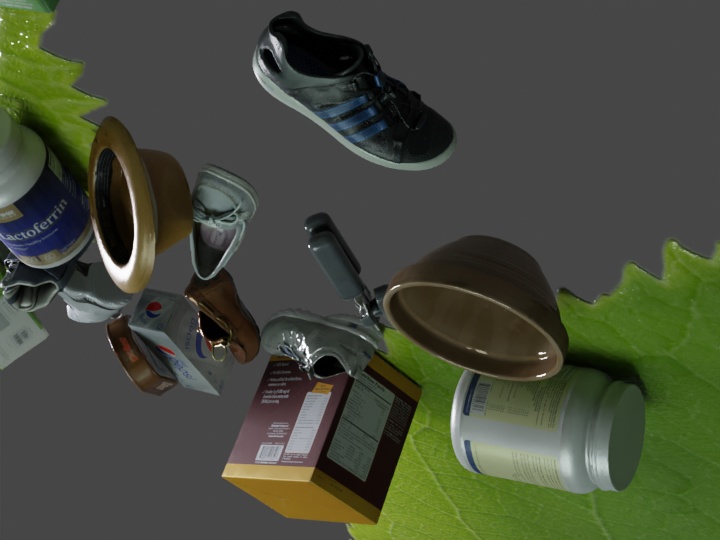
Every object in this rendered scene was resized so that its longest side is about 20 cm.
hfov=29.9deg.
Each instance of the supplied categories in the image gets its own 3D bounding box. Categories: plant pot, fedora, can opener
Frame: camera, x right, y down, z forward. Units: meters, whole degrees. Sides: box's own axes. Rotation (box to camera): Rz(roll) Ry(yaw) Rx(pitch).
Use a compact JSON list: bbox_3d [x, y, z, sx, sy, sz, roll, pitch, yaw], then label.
[{"bbox_3d":[0.130,0.029,1.414,0.198,0.094,0.202,19,155,9],"label":"plant pot"},{"bbox_3d":[-0.237,-0.074,1.479,0.081,0.204,0.200,-8,170,-27],"label":"fedora"},{"bbox_3d":[0.000,0.000,1.543,0.066,0.054,0.201,-19,143,10],"label":"can opener"}]

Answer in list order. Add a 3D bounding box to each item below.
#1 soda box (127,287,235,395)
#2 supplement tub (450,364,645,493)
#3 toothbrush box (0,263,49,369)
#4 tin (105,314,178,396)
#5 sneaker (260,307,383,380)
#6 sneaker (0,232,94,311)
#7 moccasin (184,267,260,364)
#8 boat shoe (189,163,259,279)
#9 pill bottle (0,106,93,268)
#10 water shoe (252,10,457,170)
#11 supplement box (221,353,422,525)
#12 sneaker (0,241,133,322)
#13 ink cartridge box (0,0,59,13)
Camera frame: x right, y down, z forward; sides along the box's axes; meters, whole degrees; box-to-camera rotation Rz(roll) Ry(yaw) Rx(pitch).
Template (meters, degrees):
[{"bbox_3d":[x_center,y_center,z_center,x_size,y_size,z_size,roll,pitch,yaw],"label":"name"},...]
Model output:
[{"bbox_3d":[-0.254,0.105,1.948,0.067,0.064,0.201,10,153,26],"label":"soda box"},{"bbox_3d":[0.221,0.181,1.587,0.198,0.147,0.145,7,152,31],"label":"supplement tub"},{"bbox_3d":[-0.531,0.014,1.861,0.200,0.086,0.146,49,168,28],"label":"toothbrush box"},{"bbox_3d":[-0.316,0.123,1.968,0.113,0.042,0.200,57,180,9],"label":"tin"},{"bbox_3d":[-0.064,0.100,1.746,0.198,0.083,0.075,-3,146,45],"label":"sneaker"},{"bbox_3d":[-0.448,-0.031,1.735,0.200,0.148,0.077,13,157,23],"label":"sneaker"},{"bbox_3d":[-0.183,0.069,1.772,0.073,0.078,0.202,39,164,24],"label":"moccasin"},{"bbox_3d":[-0.163,-0.054,1.531,0.074,0.065,0.202,22,155,-2],"label":"boat shoe"},{"bbox_3d":[-0.403,-0.099,1.587,0.114,0.117,0.201,10,154,25],"label":"pill bottle"},{"bbox_3d":[-0.001,-0.153,1.176,0.198,0.072,0.079,25,154,-6],"label":"water shoe"},{"bbox_3d":[-0.052,0.222,1.841,0.132,0.202,0.196,38,152,-33],"label":"supplement box"},{"bbox_3d":[-0.416,0.015,1.886,0.198,0.076,0.115,22,154,-6],"label":"sneaker"},{"bbox_3d":[-0.339,-0.315,1.117,0.144,0.085,0.201,12,154,22],"label":"ink cartridge box"}]
